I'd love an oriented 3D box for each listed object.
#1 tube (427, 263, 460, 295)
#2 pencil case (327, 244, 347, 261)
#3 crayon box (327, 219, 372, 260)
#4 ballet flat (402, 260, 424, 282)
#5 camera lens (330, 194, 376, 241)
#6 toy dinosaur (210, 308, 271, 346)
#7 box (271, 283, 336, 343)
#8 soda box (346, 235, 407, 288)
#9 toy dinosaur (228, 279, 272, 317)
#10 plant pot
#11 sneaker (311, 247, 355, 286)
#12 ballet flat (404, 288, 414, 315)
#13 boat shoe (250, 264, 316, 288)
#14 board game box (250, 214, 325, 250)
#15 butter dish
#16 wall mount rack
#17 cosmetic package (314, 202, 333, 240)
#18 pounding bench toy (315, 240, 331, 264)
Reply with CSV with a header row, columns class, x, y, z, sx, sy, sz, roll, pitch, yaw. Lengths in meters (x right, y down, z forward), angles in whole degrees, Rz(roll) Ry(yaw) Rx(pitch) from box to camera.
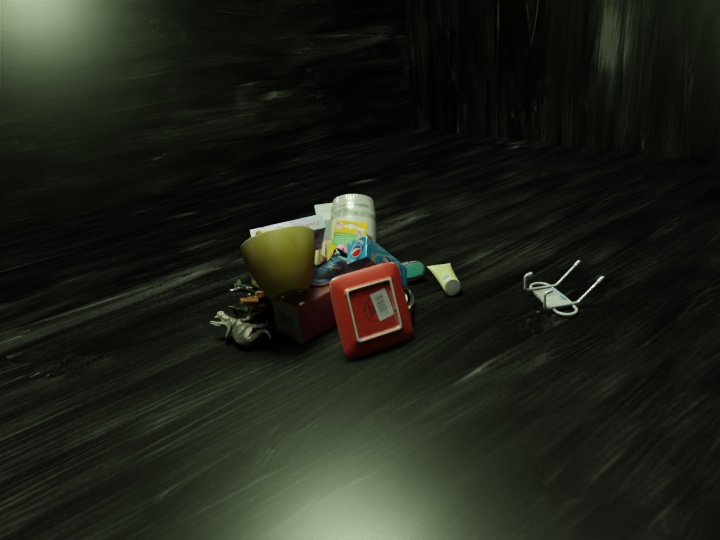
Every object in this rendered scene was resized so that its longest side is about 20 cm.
class,x,y,z,sx,sy,sz,roll,pitch,yaw
tube,0.258,0.016,1.671,0.057,0.052,0.201,33,14,-15
pencil case,0.000,0.000,1.602,0.196,0.095,0.092,27,27,-13
crayon box,-0.036,-0.047,1.711,0.123,0.206,0.051,8,-8,31
ballet flat,0.100,0.018,1.700,0.194,0.074,0.072,-11,23,-9
camera lens,-0.024,-0.133,1.849,0.154,0.207,0.160,0,-14,0
toy dinosaur,-0.303,0.166,1.475,0.197,0.078,0.102,28,57,35
box,-0.127,0.095,1.513,0.197,0.112,0.126,-26,30,-37
soda box,0.047,-0.012,1.465,0.066,0.199,0.066,-18,56,31
toy dinosaur,-0.300,0.079,1.575,0.131,0.201,0.105,5,68,12
plant pot,-0.196,-0.007,1.402,0.194,0.146,0.200,-15,-13,-3
sneaker,-0.074,-0.019,1.501,0.193,0.093,0.079,-10,24,-4
ballet flat,0.119,0.079,1.537,0.065,0.066,0.201,1,24,3
boat shoe,-0.217,0.000,1.575,0.194,0.065,0.073,-12,23,-15
board game box,-0.197,-0.083,1.511,0.194,0.042,0.200,-13,-12,-11
butter dish,0.013,0.100,1.416,0.194,0.206,0.147,-15,1,-18
wall mount rack,0.545,0.042,1.488,0.168,0.077,0.201,-10,24,-7
cosmetic package,-0.066,-0.178,2.097,0.193,0.127,0.200,-10,23,-4
pounding bench toy,-0.170,-0.003,1.747,0.120,0.207,0.156,2,-7,14
